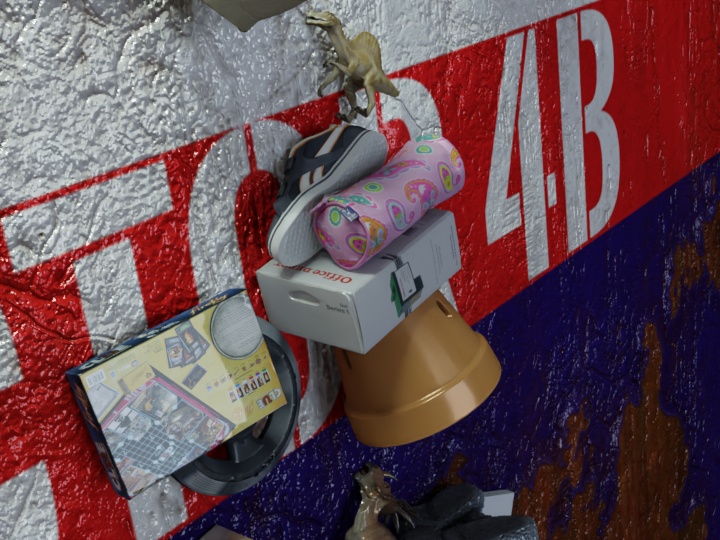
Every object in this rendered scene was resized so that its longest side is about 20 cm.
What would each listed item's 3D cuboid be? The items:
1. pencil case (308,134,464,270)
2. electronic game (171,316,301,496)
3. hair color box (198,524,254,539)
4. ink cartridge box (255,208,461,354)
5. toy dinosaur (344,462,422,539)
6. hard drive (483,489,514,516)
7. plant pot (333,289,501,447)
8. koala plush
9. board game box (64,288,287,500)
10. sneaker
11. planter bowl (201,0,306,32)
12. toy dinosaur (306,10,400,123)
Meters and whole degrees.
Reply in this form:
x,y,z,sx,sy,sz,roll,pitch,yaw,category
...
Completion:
x,y,z,sx,sy,sz,roll,pitch,yaw,category
0.032,-0.081,1.149,0.200,0.087,0.088,-36,124,-39,pencil case
-0.143,0.145,1.127,0.200,0.042,0.201,-4,96,-45,electronic game
-0.114,0.345,1.078,0.109,0.200,0.065,-35,124,-42,hair color box
0.000,0.000,1.193,0.200,0.146,0.085,-39,128,-39,ink cartridge box
0.027,0.366,1.346,0.135,0.086,0.201,-27,115,-42,toy dinosaur
0.184,0.447,1.614,0.132,0.025,0.201,9,90,-52,hard drive
0.052,0.100,1.262,0.200,0.200,0.140,-40,109,-39,plant pot
0.136,0.436,1.450,0.183,0.177,0.201,-16,112,-30,koala plush
-0.179,0.119,1.039,0.200,0.035,0.136,-28,107,-35,board game box
-0.054,-0.088,1.162,0.200,0.079,0.079,-50,147,-29,sneaker
-0.117,-0.312,0.966,0.135,0.200,0.200,-52,141,7,planter bowl
0.005,-0.228,1.222,0.200,0.058,0.101,35,69,-49,toy dinosaur
